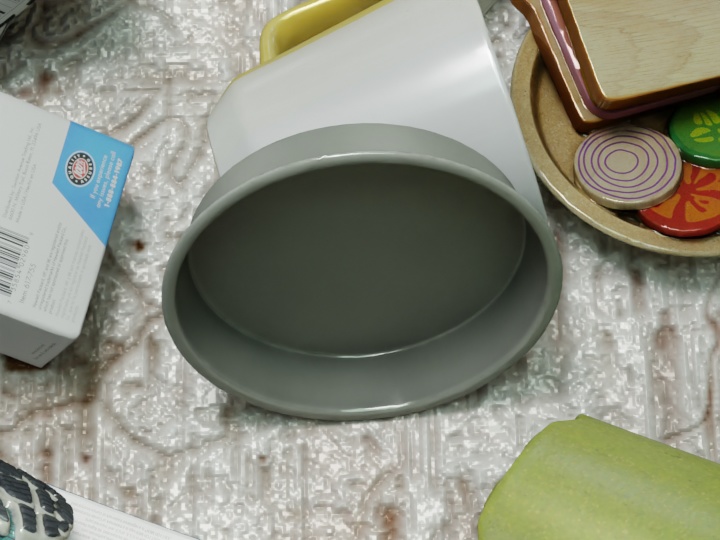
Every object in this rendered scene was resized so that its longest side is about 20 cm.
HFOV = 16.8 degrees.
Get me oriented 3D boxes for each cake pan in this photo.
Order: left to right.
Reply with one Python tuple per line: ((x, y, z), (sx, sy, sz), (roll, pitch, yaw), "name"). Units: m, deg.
((0.000, 0.000, 1.220), (0.200, 0.200, 0.037), (-4, 48, -1), "cake pan")

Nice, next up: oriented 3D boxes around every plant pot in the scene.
((0.149, 0.165, 1.158), (0.184, 0.200, 0.200), (27, 70, 23), "plant pot")

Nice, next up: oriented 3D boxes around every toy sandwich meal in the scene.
((0.173, -0.104, 1.307), (0.205, 0.070, 0.205), (3, 61, -5), "toy sandwich meal")

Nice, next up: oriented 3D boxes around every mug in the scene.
((0.004, -0.068, 1.292), (0.153, 0.187, 0.150), (-19, 101, 2), "mug")

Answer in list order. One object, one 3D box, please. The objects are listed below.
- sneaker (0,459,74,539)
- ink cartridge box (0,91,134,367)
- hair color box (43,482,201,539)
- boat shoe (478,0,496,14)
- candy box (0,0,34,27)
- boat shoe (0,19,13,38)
((-0.204, 0.124, 1.190), (0.077, 0.200, 0.080), (28, 79, -31), "sneaker")
((-0.231, -0.042, 1.260), (0.200, 0.068, 0.116), (22, 66, -19), "ink cartridge box")
((-0.151, 0.216, 1.197), (0.100, 0.061, 0.200), (19, 69, 9), "hair color box")
((0.077, -0.235, 1.359), (0.062, 0.073, 0.200), (22, 93, 15), "boat shoe")
((-0.226, -0.192, 1.308), (0.200, 0.061, 0.137), (-34, 60, 25), "candy box")
((-0.187, -0.189, 1.359), (0.071, 0.064, 0.200), (26, 93, 38), "boat shoe")
